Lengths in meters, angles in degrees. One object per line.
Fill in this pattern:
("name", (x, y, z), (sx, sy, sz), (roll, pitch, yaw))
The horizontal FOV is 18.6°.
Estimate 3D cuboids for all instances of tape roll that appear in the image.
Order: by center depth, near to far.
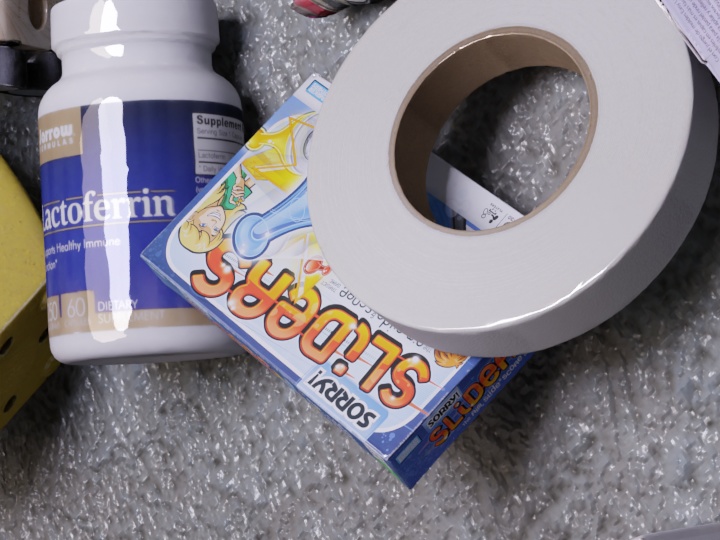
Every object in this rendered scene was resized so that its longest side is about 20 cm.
("tape roll", (0.069, -0.059, 1.028), (0.203, 0.037, 0.203), (-13, 61, 26))

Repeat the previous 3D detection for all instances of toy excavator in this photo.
("toy excavator", (-0.271, -0.159, 1.382), (0.200, 0.194, 0.100), (1, 91, 18))

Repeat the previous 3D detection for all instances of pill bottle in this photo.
("pill bottle", (-0.121, -0.050, 1.227), (0.116, 0.116, 0.200), (-9, 83, 45))

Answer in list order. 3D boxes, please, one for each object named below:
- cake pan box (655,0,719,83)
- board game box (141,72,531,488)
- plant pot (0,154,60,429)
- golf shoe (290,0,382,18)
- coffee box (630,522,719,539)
("cake pan box", (0.200, -0.167, 0.929), (0.184, 0.052, 0.200), (-47, 64, 33))
("board game box", (0.000, 0.000, 1.099), (0.135, 0.034, 0.200), (-47, 53, -8))
("plant pot", (-0.287, 0.013, 1.314), (0.200, 0.196, 0.194), (33, 150, 13))
("golf shoe", (-0.012, -0.238, 1.149), (0.092, 0.073, 0.200), (-13, 93, 39))
("coffee box", (0.100, 0.203, 1.021), (0.200, 0.080, 0.113), (-31, 69, 41))
